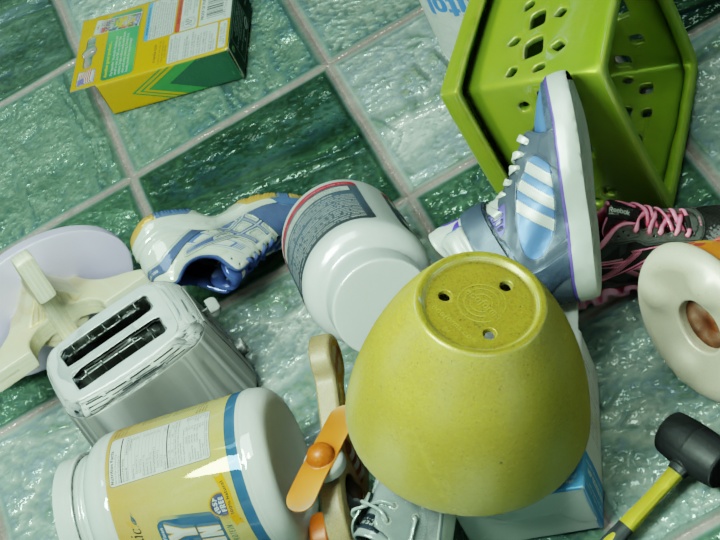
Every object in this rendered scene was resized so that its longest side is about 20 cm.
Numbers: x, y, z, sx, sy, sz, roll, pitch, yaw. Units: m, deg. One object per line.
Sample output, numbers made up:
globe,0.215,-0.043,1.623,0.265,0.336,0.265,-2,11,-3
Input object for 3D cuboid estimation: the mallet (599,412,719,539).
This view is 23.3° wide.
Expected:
mallet,0.212,0.194,1.401,0.200,0.041,0.066,-40,46,-4

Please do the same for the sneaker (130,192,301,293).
sneaker,-0.122,-0.017,1.705,0.199,0.075,0.088,-13,57,-25

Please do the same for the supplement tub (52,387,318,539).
supplement tub,-0.150,0.195,1.509,0.199,0.145,0.145,-18,46,13

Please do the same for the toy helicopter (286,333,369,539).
toy helicopter,-0.023,0.147,1.461,0.079,0.132,0.201,-14,69,16

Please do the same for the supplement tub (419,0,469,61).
supplement tub,0.117,-0.304,1.766,0.131,0.200,0.132,-15,46,16

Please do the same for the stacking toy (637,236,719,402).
stacking toy,0.344,0.007,1.454,0.200,0.147,0.146,-29,41,-25

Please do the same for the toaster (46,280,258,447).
toaster,-0.203,0.104,1.626,0.200,0.129,0.114,-34,44,-3

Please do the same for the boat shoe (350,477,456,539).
boat shoe,0.029,0.212,1.394,0.070,0.071,0.202,-9,76,49

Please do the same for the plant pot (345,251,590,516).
plant pot,0.089,0.069,1.358,0.199,0.142,0.201,1,51,-1

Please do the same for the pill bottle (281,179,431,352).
pill bottle,0.000,0.000,1.574,0.119,0.120,0.200,-30,22,0

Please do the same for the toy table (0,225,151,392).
toy table,-0.300,0.047,1.710,0.200,0.184,0.117,-45,29,-5

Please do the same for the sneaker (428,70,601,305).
sneaker,0.124,-0.062,1.484,0.146,0.081,0.201,-7,93,15

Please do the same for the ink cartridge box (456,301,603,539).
ink cartridge box,0.141,0.124,1.473,0.115,0.068,0.201,-11,48,18

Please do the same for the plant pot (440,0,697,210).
plant pot,0.192,-0.179,1.627,0.181,0.199,0.201,-5,49,31

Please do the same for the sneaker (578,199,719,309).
sneaker,0.249,-0.028,1.532,0.199,0.096,0.079,-14,45,14

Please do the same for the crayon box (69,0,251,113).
crayon box,-0.228,-0.256,2.008,0.199,0.052,0.126,-13,47,16
